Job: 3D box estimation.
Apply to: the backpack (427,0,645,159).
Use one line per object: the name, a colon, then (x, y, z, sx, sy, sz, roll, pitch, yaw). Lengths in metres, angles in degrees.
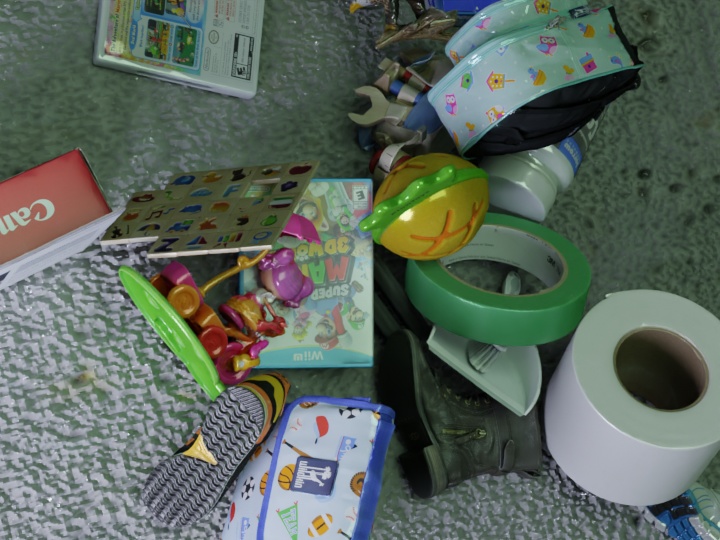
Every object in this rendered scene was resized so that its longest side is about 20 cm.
backpack: (0.171, -0.205, 1.686, 0.200, 0.176, 0.153, -29, 85, -34)

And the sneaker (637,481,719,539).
sneaker: (0.395, 0.277, 1.860, 0.200, 0.075, 0.087, 47, 49, -11)

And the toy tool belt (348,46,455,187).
toy tool belt: (0.047, -0.174, 1.794, 0.123, 0.125, 0.200, 31, 56, 22)

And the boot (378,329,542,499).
boot: (0.116, 0.148, 1.757, 0.174, 0.069, 0.200, -13, 93, -34)

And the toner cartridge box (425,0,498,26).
toner cartridge box: (0.115, -0.391, 1.909, 0.095, 0.043, 0.200, -3, 78, -24)

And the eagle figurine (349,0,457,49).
eagle figurine: (0.026, -0.345, 1.802, 0.151, 0.152, 0.200, -22, 77, 14)

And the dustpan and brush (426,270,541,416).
dustpan and brush: (0.151, 0.060, 1.776, 0.140, 0.057, 0.200, 37, 24, -8)

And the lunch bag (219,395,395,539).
lunch bag: (-0.046, 0.218, 1.578, 0.124, 0.200, 0.170, 23, 69, -27)

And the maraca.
maraca: (0.067, -0.068, 1.659, 0.137, 0.200, 0.107, -36, 78, 12)

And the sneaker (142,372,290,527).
sneaker: (-0.134, 0.177, 1.579, 0.070, 0.200, 0.090, 45, 31, 10)

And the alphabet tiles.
alphabet tiles: (-0.155, -0.060, 1.610, 0.167, 0.200, 0.008, -65, 145, -53)

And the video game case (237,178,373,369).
video game case: (-0.058, 0.003, 1.689, 0.143, 0.018, 0.200, 0, 91, -7)

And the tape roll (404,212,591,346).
tape roll: (0.149, 0.006, 1.747, 0.200, 0.048, 0.200, 6, 31, -4)

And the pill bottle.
pill bottle: (0.209, -0.158, 1.852, 0.114, 0.114, 0.200, 34, 65, -14)

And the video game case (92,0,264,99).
video game case: (-0.193, -0.300, 1.751, 0.182, 0.024, 0.200, 10, 73, -22)

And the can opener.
can opener: (0.000, 0.000, 1.748, 0.053, 0.067, 0.200, -38, 108, -7)

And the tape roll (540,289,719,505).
tape roll: (0.312, 0.141, 1.771, 0.202, 0.139, 0.203, 5, 55, -7)

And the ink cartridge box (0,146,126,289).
ink cartridge box: (-0.343, -0.034, 1.523, 0.200, 0.176, 0.084, -29, 90, -29)

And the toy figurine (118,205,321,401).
toy figurine: (-0.113, 0.020, 1.622, 0.184, 0.150, 0.200, -39, 117, -15)
